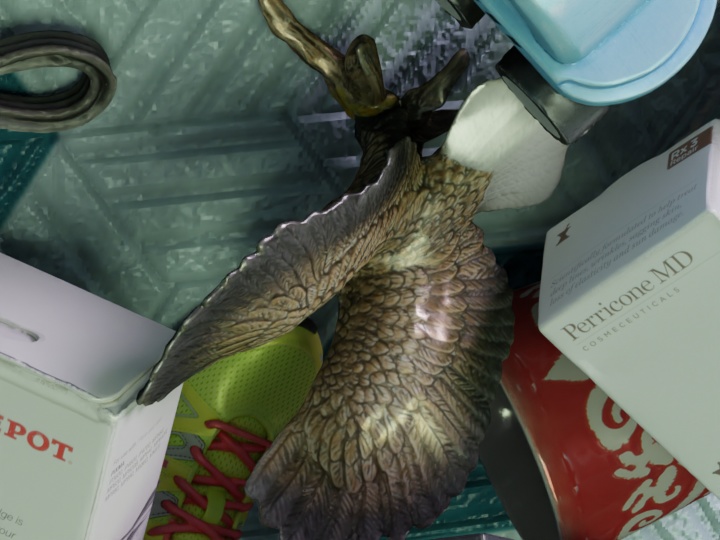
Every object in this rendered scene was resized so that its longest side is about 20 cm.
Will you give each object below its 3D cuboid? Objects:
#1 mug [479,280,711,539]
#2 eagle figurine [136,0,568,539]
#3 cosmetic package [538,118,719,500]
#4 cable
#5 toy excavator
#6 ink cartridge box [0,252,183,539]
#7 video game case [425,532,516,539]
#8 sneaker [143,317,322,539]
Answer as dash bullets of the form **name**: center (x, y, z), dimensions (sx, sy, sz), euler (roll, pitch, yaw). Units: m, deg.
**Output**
- **mug**: center (0.150, 0.042, 1.396), dimensions (0.199, 0.178, 0.134), euler (-23, 90, -9)
- **eagle figurine**: center (-0.003, 0.004, 1.258), dimensions (0.151, 0.201, 0.151), euler (17, 141, -5)
- **cosmetic package**: center (0.177, 0.042, 1.257), dimensions (0.200, 0.074, 0.102), euler (41, 123, -22)
- **cable**: center (-0.200, -0.074, 1.221), dimensions (0.199, 0.050, 0.097), euler (16, 116, -26)
- **toy excavator**: center (0.063, -0.153, 1.146), dimensions (0.100, 0.200, 0.195), euler (-42, 89, -2)
- **ink cartridge box**: center (-0.170, 0.098, 1.283), dimensions (0.145, 0.085, 0.201), euler (23, 120, 13)
- **video game case**: center (0.006, 0.145, 1.288), dimensions (0.180, 0.026, 0.200), euler (-9, 166, 22)
- **sneaker**: center (-0.075, 0.106, 1.356), dimensions (0.078, 0.090, 0.200), euler (24, 110, -30)
